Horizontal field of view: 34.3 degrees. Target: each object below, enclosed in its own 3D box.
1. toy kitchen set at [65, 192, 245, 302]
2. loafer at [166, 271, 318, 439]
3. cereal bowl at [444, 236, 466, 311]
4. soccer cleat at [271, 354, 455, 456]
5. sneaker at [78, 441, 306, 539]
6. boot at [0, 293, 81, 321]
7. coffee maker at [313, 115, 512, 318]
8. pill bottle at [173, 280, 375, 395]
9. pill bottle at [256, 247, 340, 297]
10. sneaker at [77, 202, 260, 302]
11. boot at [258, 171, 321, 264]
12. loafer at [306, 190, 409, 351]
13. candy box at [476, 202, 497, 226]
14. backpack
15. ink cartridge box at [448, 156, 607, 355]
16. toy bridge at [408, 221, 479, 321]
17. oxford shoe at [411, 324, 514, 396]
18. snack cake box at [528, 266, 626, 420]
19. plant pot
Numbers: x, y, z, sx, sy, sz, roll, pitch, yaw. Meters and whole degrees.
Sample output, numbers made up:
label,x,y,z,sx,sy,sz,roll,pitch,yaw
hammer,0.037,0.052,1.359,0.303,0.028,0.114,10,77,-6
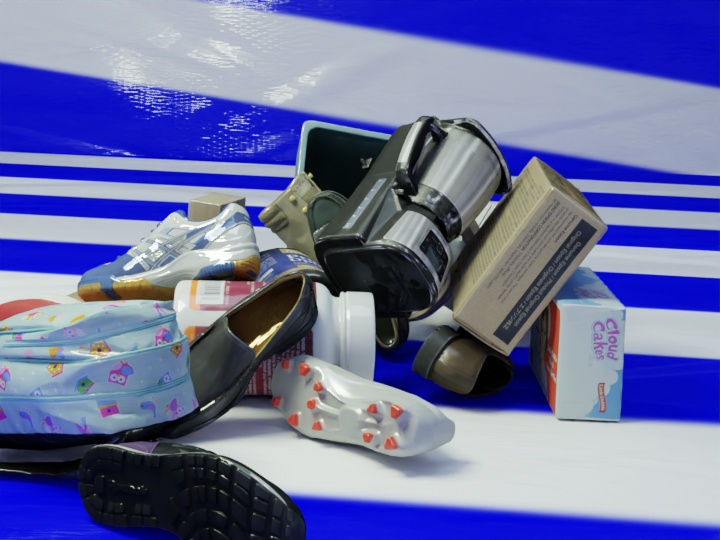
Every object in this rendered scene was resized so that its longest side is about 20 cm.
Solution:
label,x,y,z,sx,sy,sz,roll,pitch,yaw
toy kitchen set,-0.231,-0.010,1.357,0.197,0.183,0.163,9,12,13
loafer,-0.120,0.070,1.064,0.073,0.073,0.200,39,67,15
cereal bowl,0.148,0.017,1.447,0.199,0.084,0.200,31,-7,4
soccer cleat,-0.003,0.126,1.055,0.199,0.070,0.077,15,2,44
sneaker,-0.107,0.158,0.852,0.198,0.077,0.087,10,8,34
boot,-0.328,0.079,1.200,0.198,0.073,0.144,10,15,19
coffee maker,0.045,-0.051,1.256,0.201,0.135,0.192,-54,13,-33
pill bottle,-0.086,0.068,1.174,0.197,0.116,0.114,1,12,-4
pill bottle,-0.083,0.036,1.337,0.110,0.113,0.200,-1,13,-16
sneaker,-0.202,-0.014,1.228,0.197,0.089,0.075,-11,-22,5
boot,-0.022,-0.058,1.405,0.199,0.156,0.073,-30,13,44
loafer,0.000,0.000,1.331,0.071,0.202,0.063,-28,3,5
candy box,0.169,-0.044,1.507,0.199,0.056,0.115,24,-11,45
backpack,-0.232,0.089,0.970,0.198,0.128,0.166,-6,11,34
ink cartridge box,0.169,-0.021,1.224,0.075,0.166,0.200,34,14,-6
toy bridge,0.069,0.020,1.375,0.200,0.068,0.027,-40,-27,23
oxford shoe,0.125,0.098,1.230,0.084,0.073,0.200,32,19,18
snack cake box,0.223,0.070,1.221,0.066,0.117,0.200,2,12,0
plant pot,-0.013,-0.073,1.662,0.194,0.199,0.200,8,-15,-10
